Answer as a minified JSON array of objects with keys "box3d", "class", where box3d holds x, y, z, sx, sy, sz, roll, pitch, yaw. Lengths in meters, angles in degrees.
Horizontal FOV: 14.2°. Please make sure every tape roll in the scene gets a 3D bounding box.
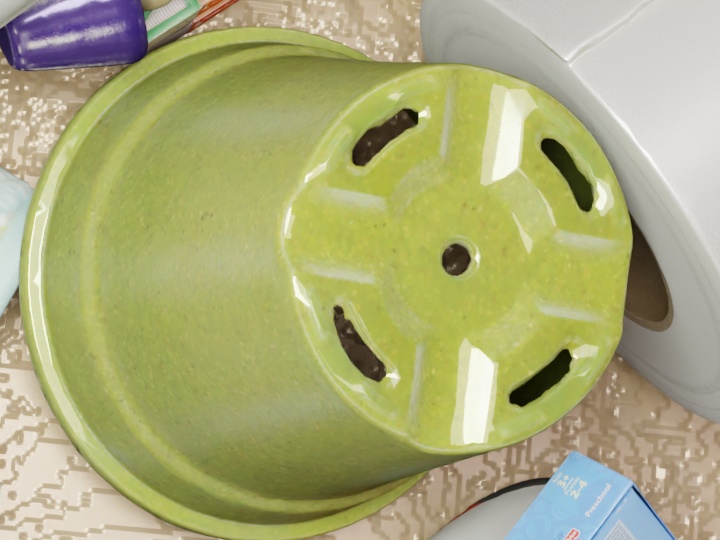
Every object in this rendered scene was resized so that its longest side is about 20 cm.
[{"box3d":[0.135,-0.061,1.087,0.139,0.203,0.203,-36,92,-11],"class":"tape roll"}]

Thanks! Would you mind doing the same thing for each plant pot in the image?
[{"box3d":[0.000,0.000,1.043,0.200,0.184,0.201,2,86,-25],"class":"plant pot"}]

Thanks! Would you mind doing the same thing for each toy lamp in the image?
[{"box3d":[-0.041,-0.122,1.074,0.200,0.058,0.058,-21,89,-15],"class":"toy lamp"}]

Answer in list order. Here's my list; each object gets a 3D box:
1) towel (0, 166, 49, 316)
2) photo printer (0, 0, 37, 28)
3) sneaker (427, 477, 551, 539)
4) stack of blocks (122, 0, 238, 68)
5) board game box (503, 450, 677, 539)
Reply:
[{"box3d":[-0.233,0.018,1.088,0.171,0.048,0.200,31,79,-7],"class":"towel"},{"box3d":[-0.150,-0.167,1.014,0.200,0.069,0.166,-39,74,-24],"class":"photo printer"},{"box3d":[0.022,0.148,1.092,0.201,0.108,0.067,-33,91,-12],"class":"sneaker"},{"box3d":[-0.119,-0.179,1.122,0.115,0.059,0.200,-34,92,-12],"class":"stack of blocks"},{"box3d":[0.086,0.181,1.079,0.151,0.037,0.200,-51,134,-11],"class":"board game box"}]
